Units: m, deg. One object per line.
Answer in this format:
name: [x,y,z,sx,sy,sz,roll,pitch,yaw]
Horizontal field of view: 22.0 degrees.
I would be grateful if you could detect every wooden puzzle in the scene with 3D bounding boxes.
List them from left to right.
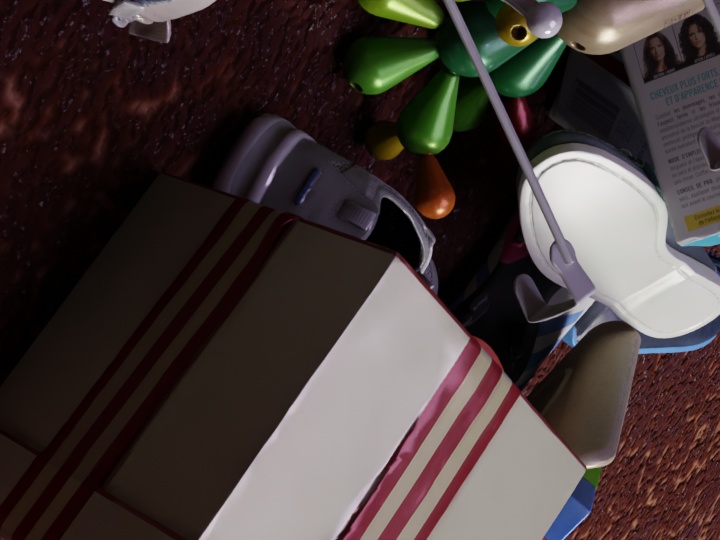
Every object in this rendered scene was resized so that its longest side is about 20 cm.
wooden puzzle: [0.072,0.127,0.972,0.200,0.046,0.185,-44,-175,22]

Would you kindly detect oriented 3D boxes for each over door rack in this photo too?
over door rack: [0.103,-0.100,0.733,0.148,0.066,0.201,-35,116,-33]

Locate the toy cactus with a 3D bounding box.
toy cactus: [0.073,-0.104,0.827,0.164,0.103,0.200,-16,155,1]

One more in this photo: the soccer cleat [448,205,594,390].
soccer cleat: [0.096,0.011,1.059,0.200,0.070,0.086,-46,171,-28]

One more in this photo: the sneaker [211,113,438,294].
sneaker: [0.000,0.000,0.855,0.075,0.082,0.200,-58,155,-3]

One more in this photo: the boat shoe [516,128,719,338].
boat shoe: [0.130,-0.028,0.963,0.073,0.062,0.200,-29,144,19]

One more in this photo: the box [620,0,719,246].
box: [0.173,-0.119,0.916,0.049,0.082,0.201,-1,74,-59]

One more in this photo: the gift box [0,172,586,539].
gift box: [-0.034,0.102,0.743,0.187,0.184,0.200,-53,126,-15]

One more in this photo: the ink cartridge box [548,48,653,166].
ink cartridge box: [0.235,-0.121,1.017,0.200,0.175,0.084,-50,169,-19]

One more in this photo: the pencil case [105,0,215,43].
pencil case: [-0.107,-0.125,0.572,0.200,0.077,0.090,1,96,-59]

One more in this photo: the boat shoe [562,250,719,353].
boat shoe: [0.199,0.012,1.192,0.200,0.084,0.069,-18,142,-55]

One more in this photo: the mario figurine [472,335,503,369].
mario figurine: [-0.006,0.101,0.944,0.200,0.106,0.124,-48,-169,20]
